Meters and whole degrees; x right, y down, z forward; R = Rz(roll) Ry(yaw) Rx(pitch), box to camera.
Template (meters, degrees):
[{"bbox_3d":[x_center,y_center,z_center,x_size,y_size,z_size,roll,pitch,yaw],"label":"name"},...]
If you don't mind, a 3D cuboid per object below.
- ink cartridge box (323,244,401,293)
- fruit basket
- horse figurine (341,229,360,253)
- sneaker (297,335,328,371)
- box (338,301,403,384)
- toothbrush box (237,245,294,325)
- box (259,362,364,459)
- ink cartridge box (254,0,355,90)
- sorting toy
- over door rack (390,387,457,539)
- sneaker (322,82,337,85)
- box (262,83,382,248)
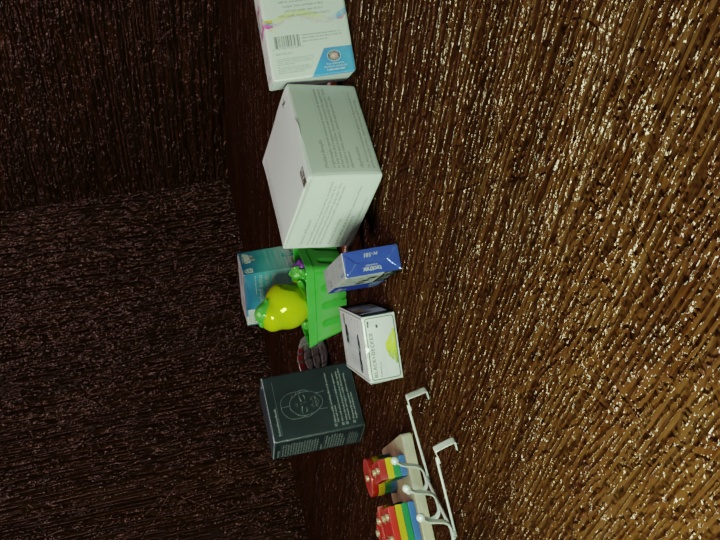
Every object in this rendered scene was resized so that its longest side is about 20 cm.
[{"bbox_3d":[0.000,0.000,1.677,0.200,0.093,0.045,141,119,-77],"label":"ink cartridge box"},{"bbox_3d":[-0.130,0.056,2.092,0.156,0.212,0.218,-116,21,-54],"label":"fruit basket"},{"bbox_3d":[-0.033,-0.115,1.859,0.201,0.049,0.134,-114,25,-45],"label":"horse figurine"},{"bbox_3d":[-0.107,0.256,2.449,0.082,0.076,0.203,95,164,-70],"label":"sneaker"},{"bbox_3d":[0.016,0.124,1.777,0.200,0.059,0.118,-169,70,-78],"label":"box"},{"bbox_3d":[-0.166,0.026,2.238,0.086,0.197,0.148,-115,20,-48],"label":"toothbrush box"},{"bbox_3d":[-0.105,0.299,2.153,0.107,0.197,0.150,103,155,-60],"label":"box"},{"bbox_3d":[-0.098,-0.419,1.704,0.085,0.142,0.203,178,83,-80],"label":"ink cartridge box"},{"bbox_3d":[0.059,0.402,1.757,0.199,0.069,0.203,116,143,-70],"label":"sorting toy"},{"bbox_3d":[0.094,0.301,1.522,0.148,0.066,0.202,-120,24,-59],"label":"over door rack"},{"bbox_3d":[-0.068,-0.312,1.856,0.092,0.075,0.203,-111,22,-72],"label":"sneaker"},{"bbox_3d":[-0.070,-0.175,1.713,0.201,0.129,0.201,117,145,-51],"label":"box"}]
